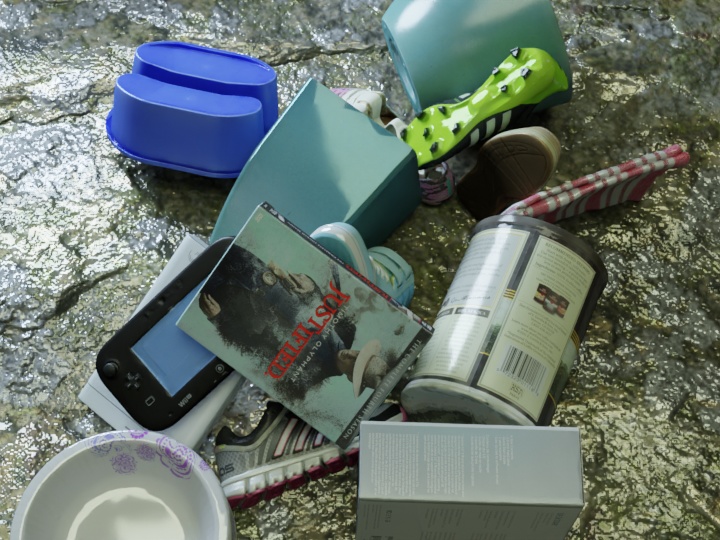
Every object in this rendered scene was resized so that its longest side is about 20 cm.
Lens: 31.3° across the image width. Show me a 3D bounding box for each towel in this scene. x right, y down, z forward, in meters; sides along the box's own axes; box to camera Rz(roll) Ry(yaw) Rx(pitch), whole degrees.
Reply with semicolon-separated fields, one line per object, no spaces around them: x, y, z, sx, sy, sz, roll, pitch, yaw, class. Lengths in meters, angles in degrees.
0.232;-0.074;1.350;0.200;0.146;0.030;-20;83;-11;towel

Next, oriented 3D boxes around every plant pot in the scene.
-0.055;-0.062;1.342;0.141;0.141;0.200;37;79;16;plant pot
0.118;-0.249;1.410;0.161;0.201;0.201;-22;66;0;plant pot

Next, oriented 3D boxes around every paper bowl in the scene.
-0.214;0.256;1.190;0.200;0.104;0.201;-1;64;1;paper bowl

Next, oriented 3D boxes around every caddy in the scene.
-0.180;-0.167;1.408;0.200;0.105;0.141;12;41;5;caddy

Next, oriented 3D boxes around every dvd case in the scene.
-0.052;0.053;1.194;0.200;0.022;0.146;37;104;-1;dvd case

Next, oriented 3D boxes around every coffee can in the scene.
0.143;0.067;1.273;0.146;0.146;0.200;22;65;9;coffee can

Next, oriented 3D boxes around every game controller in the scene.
-0.160;0.062;1.236;0.200;0.042;0.104;-43;76;9;game controller

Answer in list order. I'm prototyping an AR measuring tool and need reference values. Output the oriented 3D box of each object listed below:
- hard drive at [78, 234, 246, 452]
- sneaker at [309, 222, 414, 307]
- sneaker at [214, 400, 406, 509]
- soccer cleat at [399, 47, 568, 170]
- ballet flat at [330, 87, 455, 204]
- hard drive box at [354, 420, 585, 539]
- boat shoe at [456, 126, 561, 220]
-0.175;0.083;1.274;0.132;0.027;0.200;36;95;16;hard drive
0.000;0.000;1.282;0.079;0.200;0.131;21;52;20;sneaker
-0.055;0.159;1.261;0.200;0.074;0.088;-21;72;-7;sneaker
0.125;-0.156;1.331;0.200;0.081;0.068;-32;56;29;soccer cleat
0.028;-0.153;1.421;0.200;0.071;0.069;42;68;18;ballet flat
0.096;0.205;1.198;0.200;0.156;0.077;3;62;-1;hard drive box
0.163;-0.109;1.336;0.065;0.200;0.072;-36;87;-21;boat shoe
